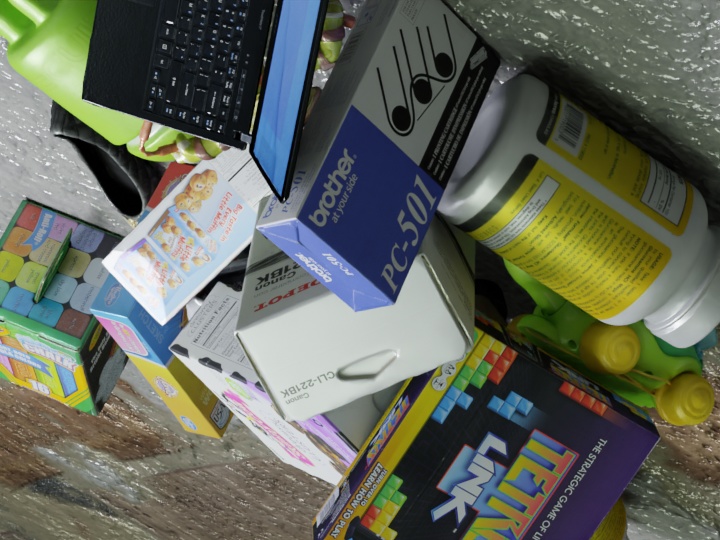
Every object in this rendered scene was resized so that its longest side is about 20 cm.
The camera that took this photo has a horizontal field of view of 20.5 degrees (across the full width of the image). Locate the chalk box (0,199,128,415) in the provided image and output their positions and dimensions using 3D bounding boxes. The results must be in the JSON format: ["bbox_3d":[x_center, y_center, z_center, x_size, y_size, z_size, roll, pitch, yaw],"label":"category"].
[{"bbox_3d":[-0.285,0.027,1.872,0.124,0.125,0.200,21,154,11],"label":"chalk box"}]

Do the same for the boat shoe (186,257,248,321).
[{"bbox_3d":[-0.044,0.013,1.609,0.200,0.072,0.069,-2,152,4],"label":"boat shoe"}]

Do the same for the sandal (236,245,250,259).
[{"bbox_3d":[-0.071,-0.020,1.683,0.076,0.043,0.200,18,165,29],"label":"sandal"}]

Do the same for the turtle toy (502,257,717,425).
[{"bbox_3d":[0.178,0.033,1.457,0.200,0.101,0.146,34,167,-24],"label":"turtle toy"}]

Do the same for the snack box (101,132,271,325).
[{"bbox_3d":[-0.113,-0.044,1.539,0.072,0.024,0.200,46,117,-3],"label":"snack box"}]

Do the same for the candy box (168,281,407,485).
[{"bbox_3d":[-0.026,0.103,1.524,0.200,0.072,0.168,18,157,50],"label":"candy box"}]

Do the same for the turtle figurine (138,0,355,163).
[{"bbox_3d":[-0.041,-0.119,1.363,0.161,0.200,0.064,24,-152,-54],"label":"turtle figurine"}]

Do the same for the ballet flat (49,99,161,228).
[{"bbox_3d":[-0.213,-0.085,1.662,0.066,0.057,0.200,14,153,27],"label":"ballet flat"}]

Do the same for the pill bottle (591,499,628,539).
[{"bbox_3d":[0.172,0.213,1.789,0.112,0.113,0.200,8,150,34],"label":"pill bottle"}]

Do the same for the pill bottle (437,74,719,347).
[{"bbox_3d":[0.158,-0.034,1.339,0.200,0.113,0.112,33,154,-14],"label":"pill bottle"}]

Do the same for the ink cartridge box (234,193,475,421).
[{"bbox_3d":[0.000,0.000,1.389,0.144,0.200,0.084,-23,116,14],"label":"ink cartridge box"}]

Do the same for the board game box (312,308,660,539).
[{"bbox_3d":[0.086,0.148,1.404,0.165,0.200,0.057,30,-167,-10],"label":"board game box"}]

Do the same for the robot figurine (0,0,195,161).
[{"bbox_3d":[-0.167,-0.156,1.409,0.200,0.116,0.175,36,148,-22],"label":"robot figurine"}]

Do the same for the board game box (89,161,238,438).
[{"bbox_3d":[-0.140,0.028,1.699,0.040,0.153,0.200,11,152,29],"label":"board game box"}]

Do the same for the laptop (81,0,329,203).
[{"bbox_3d":[-0.098,-0.158,1.245,0.200,0.178,0.103,18,-162,18],"label":"laptop"}]

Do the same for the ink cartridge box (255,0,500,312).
[{"bbox_3d":[0.015,-0.083,1.275,0.094,0.200,0.044,41,149,-29],"label":"ink cartridge box"}]

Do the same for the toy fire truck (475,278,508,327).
[{"bbox_3d":[0.060,0.111,1.648,0.200,0.129,0.176,-29,133,14],"label":"toy fire truck"}]
